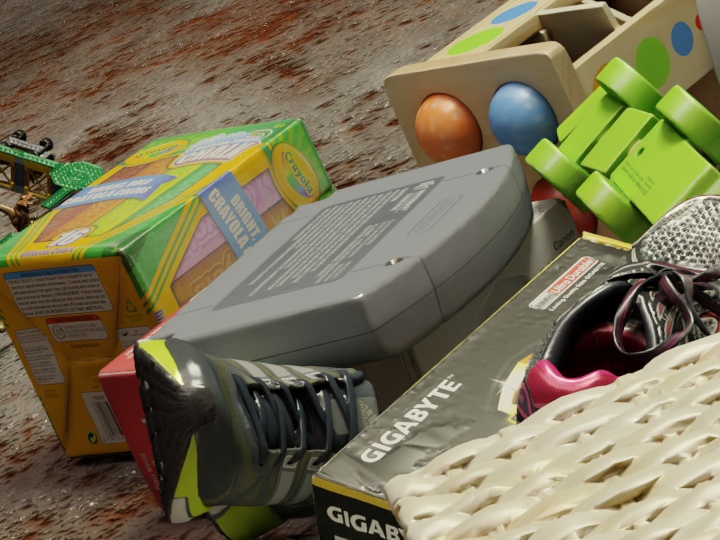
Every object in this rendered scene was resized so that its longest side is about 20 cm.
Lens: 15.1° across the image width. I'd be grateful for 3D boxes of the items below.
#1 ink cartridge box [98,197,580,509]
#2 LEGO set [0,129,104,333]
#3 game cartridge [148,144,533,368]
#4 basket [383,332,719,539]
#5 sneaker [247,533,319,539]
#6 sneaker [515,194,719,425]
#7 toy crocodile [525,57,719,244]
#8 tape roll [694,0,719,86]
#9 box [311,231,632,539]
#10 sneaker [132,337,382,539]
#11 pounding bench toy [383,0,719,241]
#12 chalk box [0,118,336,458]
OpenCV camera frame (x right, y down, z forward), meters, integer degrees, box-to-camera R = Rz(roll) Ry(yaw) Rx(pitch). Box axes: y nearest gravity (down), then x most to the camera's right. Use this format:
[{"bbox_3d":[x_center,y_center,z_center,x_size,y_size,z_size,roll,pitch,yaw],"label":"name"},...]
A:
[{"bbox_3d":[0.000,0.042,1.296,0.200,0.083,0.147,-7,23,43],"label":"ink cartridge box"},{"bbox_3d":[-0.256,0.003,1.781,0.154,0.116,0.200,13,33,14],"label":"LEGO set"},{"bbox_3d":[0.000,0.000,1.198,0.133,0.041,0.200,-18,13,28],"label":"game cartridge"},{"bbox_3d":[0.131,0.117,0.771,0.200,0.161,0.198,-23,16,-1],"label":"basket"},{"bbox_3d":[-0.016,0.142,1.048,0.080,0.076,0.200,-18,17,-14],"label":"sneaker"},{"bbox_3d":[0.113,0.025,1.008,0.081,0.075,0.200,5,32,20],"label":"sneaker"},{"bbox_3d":[0.129,-0.046,1.222,0.068,0.062,0.200,-49,19,2],"label":"toy crocodile"},{"bbox_3d":[0.212,-0.107,1.259,0.066,0.200,0.200,-17,18,18],"label":"tape roll"},{"bbox_3d":[0.103,0.066,1.062,0.160,0.049,0.200,18,39,32],"label":"box"},{"bbox_3d":[-0.035,0.060,1.066,0.081,0.074,0.200,-15,-10,8],"label":"sneaker"},{"bbox_3d":[0.088,-0.079,1.471,0.200,0.124,0.156,-5,26,48],"label":"pounding bench toy"},{"bbox_3d":[-0.081,-0.002,1.470,0.124,0.124,0.200,-7,24,43],"label":"chalk box"}]
